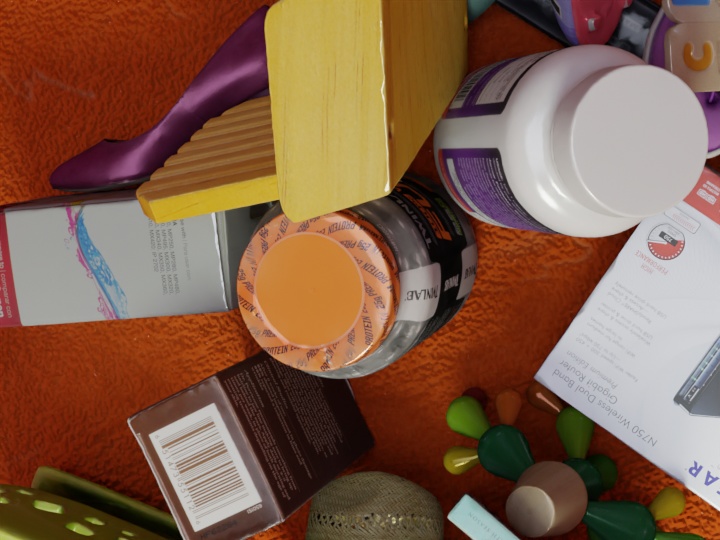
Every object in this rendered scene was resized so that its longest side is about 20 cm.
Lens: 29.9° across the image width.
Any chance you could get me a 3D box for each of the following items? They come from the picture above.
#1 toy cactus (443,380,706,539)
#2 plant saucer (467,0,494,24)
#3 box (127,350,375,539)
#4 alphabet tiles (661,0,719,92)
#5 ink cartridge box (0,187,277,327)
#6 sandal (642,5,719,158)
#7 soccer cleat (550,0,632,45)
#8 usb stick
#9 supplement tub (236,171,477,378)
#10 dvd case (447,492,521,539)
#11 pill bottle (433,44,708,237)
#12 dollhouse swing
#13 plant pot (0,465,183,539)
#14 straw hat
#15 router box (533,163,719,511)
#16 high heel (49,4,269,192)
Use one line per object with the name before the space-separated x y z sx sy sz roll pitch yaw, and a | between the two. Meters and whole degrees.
toy cactus | 0.124 0.145 0.868 0.200 0.165 0.102 42 106 18
plant saucer | 0.009 -0.236 0.877 0.199 0.036 0.201 9 120 15
box | -0.066 0.107 0.901 0.075 0.200 0.100 -26 88 20
alphabet tiles | 0.260 -0.169 0.812 0.195 0.015 0.201 -6 96 -25
ink cartridge box | -0.160 -0.014 0.943 0.199 0.146 0.083 -4 96 17
sandal | 0.231 -0.170 0.838 0.082 0.050 0.203 21 86 10
soccer cleat | 0.120 -0.233 0.829 0.076 0.067 0.201 18 135 42
usb stick | 0.158 -0.166 0.893 0.200 0.033 0.056 34 111 10
supplement tub | 0.000 0.000 0.869 0.122 0.200 0.123 2 98 15
dvd case | 0.116 0.195 0.860 0.146 0.200 0.022 40 87 8
pill bottle | 0.124 -0.077 0.813 0.111 0.200 0.112 -1 95 -14
dollhouse swing | -0.040 -0.136 0.810 0.175 0.200 0.182 5 120 17
plant pot | -0.208 0.261 0.970 0.198 0.181 0.201 18 101 13
straw hat | 0.010 0.182 0.919 0.200 0.201 0.085 1 74 16
router box | 0.246 0.053 0.881 0.200 0.049 0.180 35 104 10
high heel | -0.138 -0.118 0.968 0.199 0.067 0.097 -15 98 4
